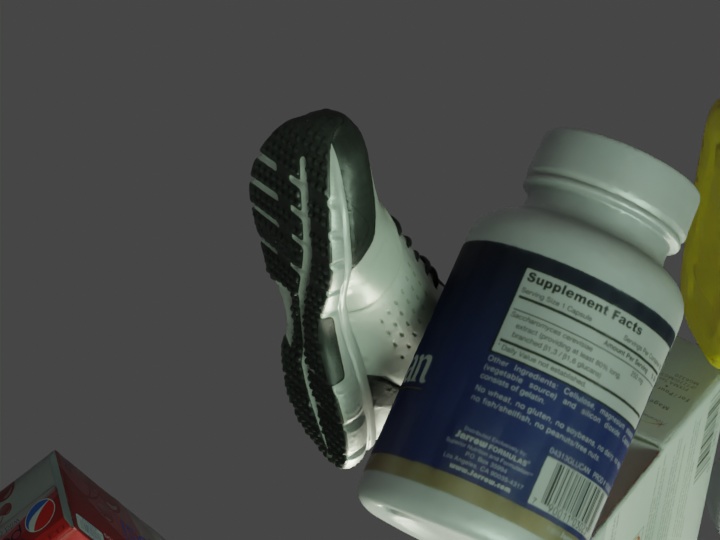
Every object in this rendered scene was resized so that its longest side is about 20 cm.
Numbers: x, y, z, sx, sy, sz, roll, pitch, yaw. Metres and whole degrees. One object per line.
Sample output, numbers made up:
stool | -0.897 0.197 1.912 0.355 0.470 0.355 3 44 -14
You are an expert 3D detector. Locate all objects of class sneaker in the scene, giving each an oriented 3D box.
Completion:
sneaker | 0.000 0.000 1.300 0.080 0.074 0.201 -25 134 -20

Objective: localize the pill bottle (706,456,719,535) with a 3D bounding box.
pill bottle | 0.260 0.169 1.415 0.114 0.200 0.115 -9 127 -12

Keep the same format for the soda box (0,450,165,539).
soda box | -0.114 0.181 1.389 0.070 0.064 0.200 -38 127 11

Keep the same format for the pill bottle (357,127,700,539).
pill bottle | 0.086 0.039 1.277 0.111 0.111 0.201 32 77 -34

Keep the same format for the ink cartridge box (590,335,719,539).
ink cartridge box | 0.126 0.159 1.396 0.174 0.043 0.201 -41 146 -47

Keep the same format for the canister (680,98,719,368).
canister | 0.269 -0.025 1.350 0.199 0.087 0.149 -4 126 -14
